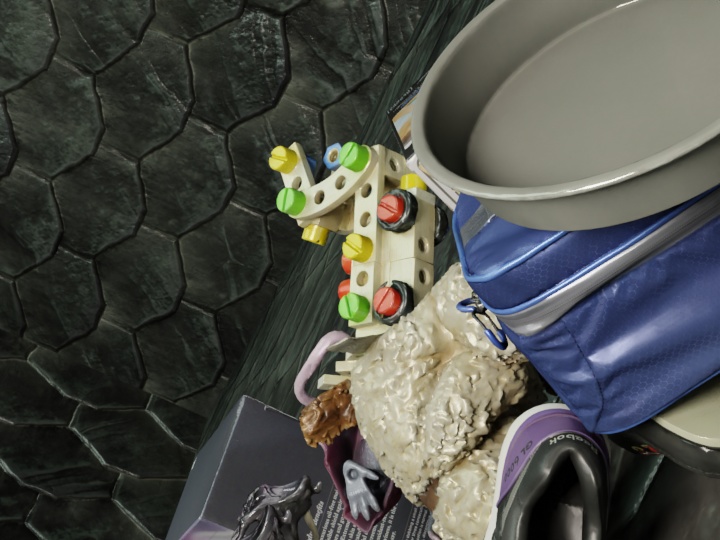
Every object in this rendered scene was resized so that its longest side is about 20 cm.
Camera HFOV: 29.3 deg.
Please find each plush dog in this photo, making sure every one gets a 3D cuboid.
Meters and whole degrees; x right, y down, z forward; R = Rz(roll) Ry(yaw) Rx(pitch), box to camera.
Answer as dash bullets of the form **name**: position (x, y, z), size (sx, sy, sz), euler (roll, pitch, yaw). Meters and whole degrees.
- **plush dog**: position (0.069, 0.115, 0.833), size (0.160, 0.172, 0.200), euler (-29, -27, -11)

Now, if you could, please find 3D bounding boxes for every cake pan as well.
- **cake pan**: position (0.119, -0.090, 0.628), size (0.200, 0.037, 0.200), euler (-22, 34, 16)

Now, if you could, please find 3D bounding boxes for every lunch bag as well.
- **lunch bag**: position (0.136, -0.026, 0.690), size (0.200, 0.132, 0.136), euler (-34, 19, 11)

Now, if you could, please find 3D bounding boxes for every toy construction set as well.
- **toy construction set**: position (0.000, 0.000, 0.934), size (0.131, 0.092, 0.201), euler (-12, 82, 40)

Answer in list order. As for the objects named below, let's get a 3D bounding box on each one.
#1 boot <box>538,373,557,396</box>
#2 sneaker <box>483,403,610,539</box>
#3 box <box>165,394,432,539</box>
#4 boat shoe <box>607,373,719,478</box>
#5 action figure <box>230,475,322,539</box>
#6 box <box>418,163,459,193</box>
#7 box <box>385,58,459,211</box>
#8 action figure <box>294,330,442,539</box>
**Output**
- **boot**: position (0.172, -0.014, 0.908), size (0.200, 0.075, 0.107), euler (-59, 6, 45)
- **sneaker**: position (0.088, 0.173, 0.709), size (0.088, 0.076, 0.201), euler (-60, -26, -82)
- **box**: position (-0.056, 0.226, 1.216), size (0.200, 0.198, 0.123), euler (128, 164, -61)
- **boat shoe**: position (0.166, 0.068, 0.749), size (0.201, 0.073, 0.063), euler (-126, 29, -71)
- **action figure**: position (0.007, 0.209, 0.821), size (0.102, 0.200, 0.119), euler (-51, 11, 20)
- **box**: position (0.145, -0.107, 0.793), size (0.200, 0.163, 0.021), euler (-63, -18, 16)
- **box**: position (0.083, -0.075, 0.951), size (0.060, 0.117, 0.200), euler (-44, 12, 10)
- **action figure**: position (0.037, 0.129, 1.079), size (0.134, 0.149, 0.200), euler (-53, -20, 22)
